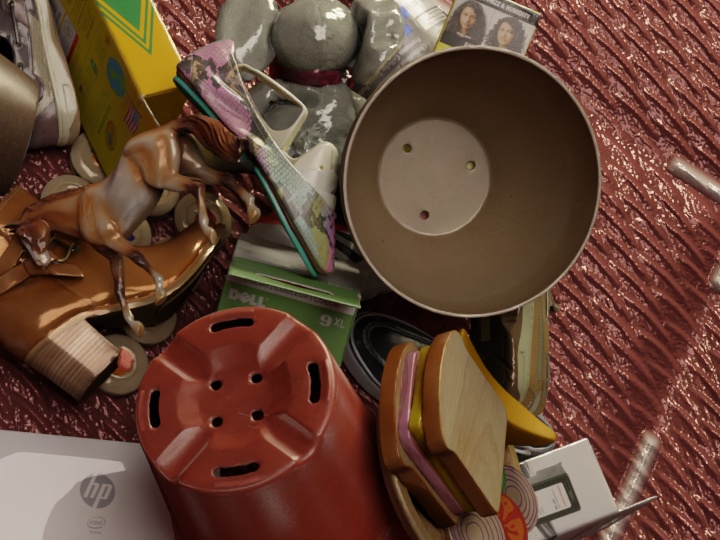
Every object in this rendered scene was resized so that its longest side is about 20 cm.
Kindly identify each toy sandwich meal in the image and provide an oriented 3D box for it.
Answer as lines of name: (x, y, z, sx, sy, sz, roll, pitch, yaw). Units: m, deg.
toy sandwich meal: (0.082, 0.133, 1.592, 0.205, 0.070, 0.207, 36, 42, -42)

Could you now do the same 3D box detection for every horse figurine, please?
horse figurine: (-0.160, -0.049, 1.631, 0.133, 0.200, 0.050, 51, 18, 18)

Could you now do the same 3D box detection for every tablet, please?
tablet: (-0.205, 0.192, 1.675, 0.198, 0.014, 0.131, 7, 66, -18)

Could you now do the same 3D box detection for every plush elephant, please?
plush elephant: (-0.046, -0.152, 1.759, 0.163, 0.200, 0.156, 10, 85, -9)

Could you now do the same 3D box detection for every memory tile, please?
memory tile: (-0.204, -0.009, 1.755, 0.153, 0.017, 0.201, 32, 62, -6)

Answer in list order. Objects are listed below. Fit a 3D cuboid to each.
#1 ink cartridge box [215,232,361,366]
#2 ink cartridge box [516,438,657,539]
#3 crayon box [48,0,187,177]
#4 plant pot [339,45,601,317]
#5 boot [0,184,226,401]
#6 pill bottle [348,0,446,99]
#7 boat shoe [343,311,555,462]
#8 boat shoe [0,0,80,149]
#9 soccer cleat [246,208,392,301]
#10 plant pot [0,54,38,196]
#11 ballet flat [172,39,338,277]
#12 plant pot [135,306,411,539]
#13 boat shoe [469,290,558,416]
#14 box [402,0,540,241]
ink cartridge box: (-0.056, 0.025, 1.666, 0.103, 0.200, 0.060, 16, 98, -3)
ink cartridge box: (0.124, 0.196, 1.737, 0.199, 0.116, 0.068, -16, 76, -26)
crayon box: (-0.197, -0.166, 1.747, 0.050, 0.127, 0.201, -17, 70, -29)
plant pot: (0.071, -0.071, 1.672, 0.198, 0.134, 0.202, -1, 95, -11)
boot: (-0.215, -0.011, 1.710, 0.155, 0.077, 0.200, 42, 68, 5)
pill bottle: (0.071, -0.133, 1.853, 0.114, 0.114, 0.200, -39, 85, -29)
boat shoe: (0.073, 0.095, 1.786, 0.199, 0.068, 0.072, 38, 61, -2)
boat shoe: (-0.287, -0.192, 1.769, 0.064, 0.072, 0.202, -16, 81, -30)
soccer cleat: (0.000, 0.000, 1.804, 0.198, 0.069, 0.086, 11, 74, -13)
plant pot: (-0.355, -0.129, 1.662, 0.198, 0.187, 0.189, 17, 64, -20)
ballet flat: (-0.062, -0.092, 1.633, 0.071, 0.069, 0.201, -35, 79, -2)
plant pot: (-0.067, 0.139, 1.585, 0.199, 0.196, 0.202, -7, 57, 10)
boat shoe: (0.128, 0.021, 1.772, 0.076, 0.071, 0.202, 16, 75, -43)
box: (0.075, -0.128, 1.769, 0.075, 0.050, 0.201, 24, 90, 1)
